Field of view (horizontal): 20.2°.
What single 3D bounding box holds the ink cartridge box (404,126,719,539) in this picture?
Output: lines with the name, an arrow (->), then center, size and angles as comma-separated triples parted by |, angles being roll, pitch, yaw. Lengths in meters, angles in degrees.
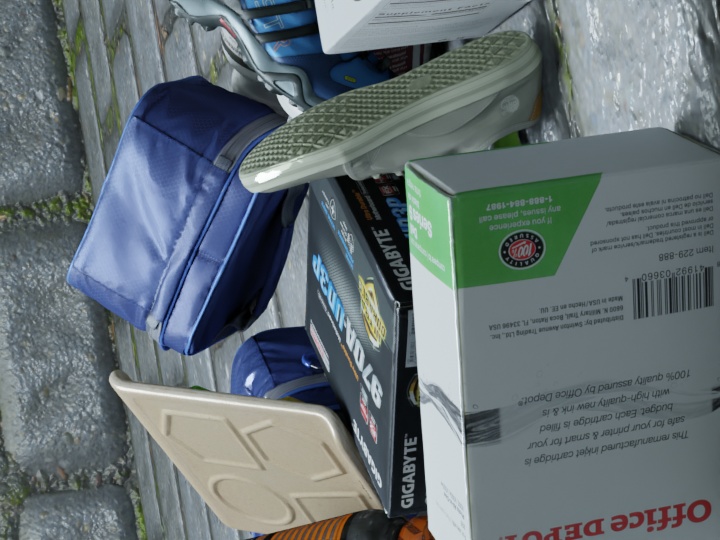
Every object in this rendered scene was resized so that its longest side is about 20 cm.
ink cartridge box -> 0.104, 0.041, 0.999 | 0.084, 0.145, 0.201 | -138, 43, -68

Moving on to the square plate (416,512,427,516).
square plate -> 0.047, 0.255, 1.404 | 0.200, 0.028, 0.199 | -131, 61, -72

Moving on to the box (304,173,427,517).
box -> 0.012, 0.027, 1.248 | 0.200, 0.046, 0.159 | -116, 23, -51

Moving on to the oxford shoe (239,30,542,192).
oxford shoe -> 0.021, -0.081, 1.207 | 0.075, 0.199, 0.058 | -89, -25, -57

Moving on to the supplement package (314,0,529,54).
supplement package -> 0.042, -0.206, 1.181 | 0.200, 0.109, 0.114 | 154, 107, -75

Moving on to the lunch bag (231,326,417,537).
lunch bag -> -0.021, 0.140, 1.535 | 0.132, 0.135, 0.201 | -118, 26, -52

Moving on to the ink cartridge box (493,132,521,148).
ink cartridge box -> 0.063, -0.006, 1.277 | 0.148, 0.075, 0.201 | 113, 145, -63

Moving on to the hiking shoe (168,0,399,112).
hiking shoe -> -0.041, -0.166, 1.289 | 0.087, 0.200, 0.074 | -53, 5, 29

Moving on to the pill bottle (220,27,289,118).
pill bottle -> -0.049, -0.209, 1.528 | 0.117, 0.116, 0.201 | -114, 20, -47

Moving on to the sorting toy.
sorting toy -> -0.056, 0.132, 1.383 | 0.037, 0.199, 0.185 | -61, -38, -27

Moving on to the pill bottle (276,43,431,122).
pill bottle -> -0.005, -0.162, 1.390 | 0.110, 0.109, 0.201 | -118, 25, -53

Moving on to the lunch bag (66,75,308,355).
lunch bag -> -0.118, -0.031, 1.513 | 0.201, 0.132, 0.136 | -66, -14, 21

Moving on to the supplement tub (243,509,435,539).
supplement tub -> -0.029, 0.226, 1.309 | 0.123, 0.199, 0.123 | 49, -148, -47
